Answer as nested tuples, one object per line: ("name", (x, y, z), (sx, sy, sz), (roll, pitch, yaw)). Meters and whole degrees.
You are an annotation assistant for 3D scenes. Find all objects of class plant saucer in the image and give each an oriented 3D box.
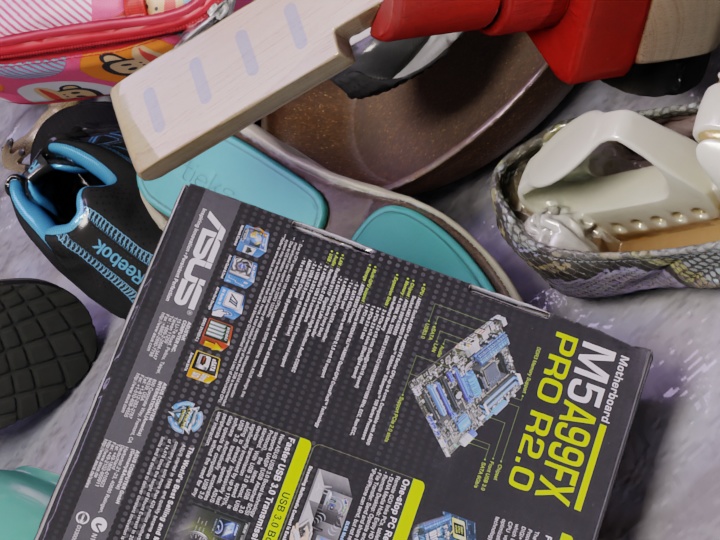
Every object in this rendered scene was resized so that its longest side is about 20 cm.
("plant saucer", (0.042, -0.103, 0.969), (0.200, 0.037, 0.201), (-33, 37, 30))

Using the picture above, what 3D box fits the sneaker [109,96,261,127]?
("sneaker", (-0.083, -0.083, 1.054), (0.088, 0.075, 0.200), (-7, 34, 6))

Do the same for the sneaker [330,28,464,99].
("sneaker", (0.015, -0.158, 0.952), (0.074, 0.080, 0.200), (-14, 50, 44))

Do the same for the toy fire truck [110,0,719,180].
("toy fire truck", (0.009, -0.121, 0.824), (0.129, 0.200, 0.176), (102, 149, -44))

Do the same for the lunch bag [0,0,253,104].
("lunch bag", (-0.092, -0.171, 0.985), (0.176, 0.082, 0.200), (-5, 73, 21))

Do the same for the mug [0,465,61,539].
("mug", (-0.093, 0.144, 0.816), (0.115, 0.185, 0.152), (-60, 7, -17))

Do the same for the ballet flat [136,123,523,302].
("ballet flat", (0.000, 0.000, 0.884), (0.200, 0.069, 0.070), (38, 91, 34))

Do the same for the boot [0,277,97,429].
("boot", (-0.228, 0.030, 1.079), (0.200, 0.068, 0.131), (-18, 28, -17))

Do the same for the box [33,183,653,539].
("box", (-0.015, 0.090, 0.739), (0.044, 0.160, 0.200), (108, -178, -65))

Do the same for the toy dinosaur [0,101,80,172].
("toy dinosaur", (-0.152, -0.095, 1.209), (0.101, 0.058, 0.200), (-41, 5, -32))

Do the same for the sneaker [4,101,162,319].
("sneaker", (-0.115, -0.040, 1.071), (0.073, 0.082, 0.200), (-54, 29, 4))

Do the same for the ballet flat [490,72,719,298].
("ballet flat", (0.114, -0.029, 0.769), (0.200, 0.072, 0.072), (-9, 52, 49))
